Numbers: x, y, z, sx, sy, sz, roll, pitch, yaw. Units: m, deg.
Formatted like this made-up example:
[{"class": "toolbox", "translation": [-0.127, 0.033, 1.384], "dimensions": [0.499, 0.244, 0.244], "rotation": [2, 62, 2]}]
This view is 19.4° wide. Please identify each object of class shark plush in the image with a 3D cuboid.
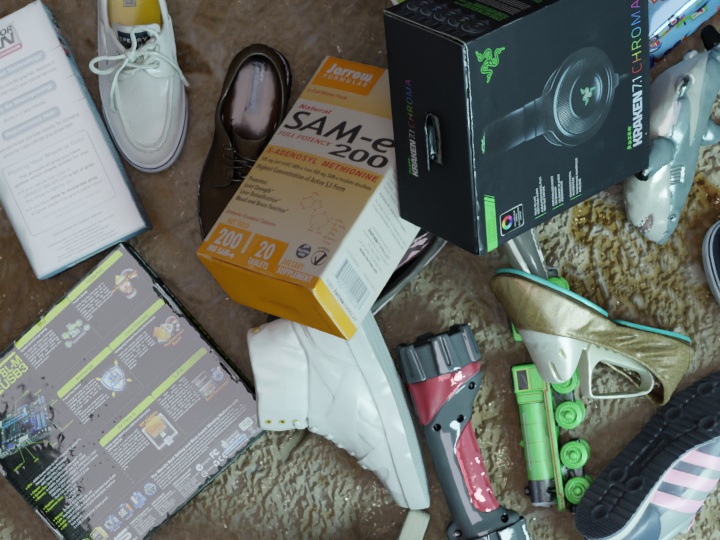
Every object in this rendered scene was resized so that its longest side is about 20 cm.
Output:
[{"class": "shark plush", "translation": [0.263, -0.125, 1.700], "dimensions": [0.083, 0.091, 0.201], "rotation": [34, 75, -23]}]

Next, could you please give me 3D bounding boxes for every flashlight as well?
[{"class": "flashlight", "translation": [0.088, 0.146, 1.689], "dimensions": [0.068, 0.067, 0.201], "rotation": [-22, 94, -43]}]

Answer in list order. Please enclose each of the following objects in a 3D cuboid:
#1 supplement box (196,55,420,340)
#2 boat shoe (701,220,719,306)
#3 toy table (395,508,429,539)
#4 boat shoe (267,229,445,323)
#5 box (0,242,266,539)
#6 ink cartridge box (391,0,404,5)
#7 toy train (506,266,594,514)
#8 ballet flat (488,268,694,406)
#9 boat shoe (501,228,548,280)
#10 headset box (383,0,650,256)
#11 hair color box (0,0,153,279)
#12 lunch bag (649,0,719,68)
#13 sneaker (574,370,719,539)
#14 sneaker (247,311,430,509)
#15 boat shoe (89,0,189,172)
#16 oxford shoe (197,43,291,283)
[{"class": "supplement box", "translation": [-0.018, -0.059, 1.623], "dimensions": [0.125, 0.074, 0.201], "rotation": [16, 65, 37]}, {"class": "boat shoe", "translation": [0.339, 0.034, 1.648], "dimensions": [0.070, 0.091, 0.201], "rotation": [-27, 74, -9]}, {"class": "toy table", "translation": [0.015, 0.282, 1.662], "dimensions": [0.199, 0.117, 0.185], "rotation": [34, 91, 2]}, {"class": "boat shoe", "translation": [0.000, 0.000, 1.684], "dimensions": [0.200, 0.057, 0.067], "rotation": [-41, 89, 1]}, {"class": "box", "translation": [-0.200, 0.114, 1.703], "dimensions": [0.200, 0.048, 0.193], "rotation": [-43, 87, 2]}, {"class": "ink cartridge box", "translation": [0.097, -0.288, 1.647], "dimensions": [0.200, 0.076, 0.148], "rotation": [-42, 49, 12]}, {"class": "toy train", "translation": [0.150, 0.098, 1.698], "dimensions": [0.056, 0.042, 0.202], "rotation": [-7, 90, 11]}, {"class": "ballet flat", "translation": [0.178, 0.061, 1.649], "dimensions": [0.199, 0.068, 0.073], "rotation": [22, 79, -33]}, {"class": "boat shoe", "translation": [0.113, -0.082, 1.677], "dimensions": [0.057, 0.067, 0.201], "rotation": [-25, 78, -1]}, {"class": "headset box", "translation": [0.113, -0.130, 1.559], "dimensions": [0.199, 0.093, 0.175], "rotation": [-26, 126, -32]}, {"class": "hair color box", "translation": [-0.255, -0.104, 1.697], "dimensions": [0.098, 0.061, 0.201], "rotation": [-25, 90, 1]}, {"class": "lunch bag", "translation": [0.218, -0.288, 1.679], "dimensions": [0.150, 0.094, 0.200], "rotation": [-40, 78, 3]}, {"class": "sneaker", "translation": [0.258, 0.162, 1.691], "dimensions": [0.200, 0.070, 0.082], "rotation": [-40, 129, -10]}, {"class": "sneaker", "translation": [-0.022, 0.115, 1.672], "dimensions": [0.115, 0.074, 0.201], "rotation": [-19, 114, 10]}, {"class": "boat shoe", "translation": [-0.177, -0.181, 1.682], "dimensions": [0.074, 0.086, 0.204], "rotation": [-3, 90, 1]}, {"class": "oxford shoe", "translation": [-0.095, -0.082, 1.682], "dimensions": [0.072, 0.084, 0.202], "rotation": [3, 91, 0]}]
